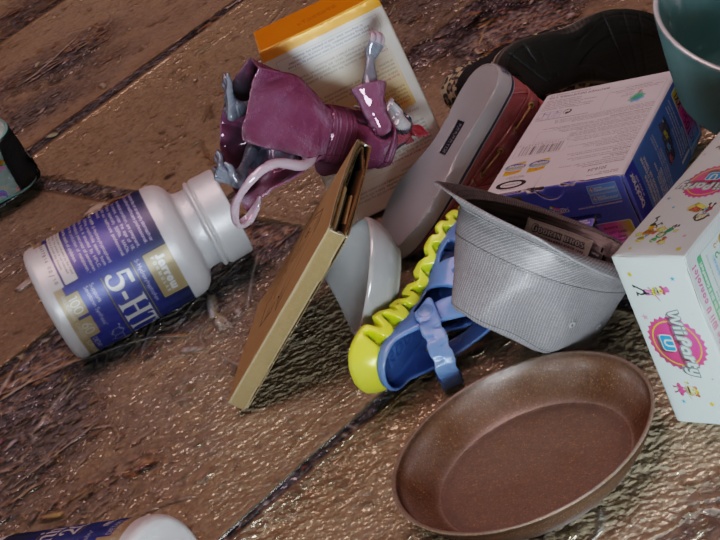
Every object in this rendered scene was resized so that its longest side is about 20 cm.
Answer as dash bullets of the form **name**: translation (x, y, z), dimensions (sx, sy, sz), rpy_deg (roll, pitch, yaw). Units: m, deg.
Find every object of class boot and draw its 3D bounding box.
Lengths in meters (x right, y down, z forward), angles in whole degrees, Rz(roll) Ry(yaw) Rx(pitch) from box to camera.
- **boot**: translation (0.190, -0.200, 1.830), dimensions (0.203, 0.074, 0.154), rpy_deg (-14, 2, -23)

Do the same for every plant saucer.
- **plant saucer**: translation (0.120, 0.132, 1.333), dimensions (0.200, 0.037, 0.201), rpy_deg (-21, 27, 11)

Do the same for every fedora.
- **fedora**: translation (0.129, 0.005, 1.427), dimensions (0.177, 0.091, 0.200), rpy_deg (29, 13, 33)

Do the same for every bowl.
- **bowl**: translation (0.343, -0.178, 1.574), dimensions (0.200, 0.105, 0.201), rpy_deg (-1, 42, 1)

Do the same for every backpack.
- **backpack**: translation (-0.514, -0.123, 2.263), dimensions (0.200, 0.153, 0.176), rpy_deg (-38, 33, -8)

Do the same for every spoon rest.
- **spoon rest**: translation (0.000, 0.000, 1.591), dimensions (0.060, 0.100, 0.200), rpy_deg (5, 6, -2)

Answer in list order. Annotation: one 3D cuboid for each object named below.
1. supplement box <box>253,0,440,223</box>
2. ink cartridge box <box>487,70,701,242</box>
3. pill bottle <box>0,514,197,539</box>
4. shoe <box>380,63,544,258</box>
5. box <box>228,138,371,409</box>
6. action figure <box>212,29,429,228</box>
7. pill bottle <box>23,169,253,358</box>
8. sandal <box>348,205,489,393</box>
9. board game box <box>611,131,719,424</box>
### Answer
- **supplement box**: translation (-0.004, -0.160, 1.794), dimensions (0.126, 0.200, 0.074), rpy_deg (-25, 24, 2)
- **ink cartridge box**: translation (0.196, -0.081, 1.606), dimensions (0.136, 0.076, 0.200), rpy_deg (-8, 30, 34)
- **pill bottle**: translation (-0.216, 0.242, 1.356), dimensions (0.199, 0.111, 0.111), rpy_deg (-12, 30, 28)
- **shoe**: translation (0.102, -0.084, 1.712), dimensions (0.200, 0.091, 0.071), rpy_deg (-58, 31, 3)
- **box**: translation (-0.051, 0.002, 1.610), dimensions (0.200, 0.021, 0.164), rpy_deg (-59, 9, 30)
- **action figure**: translation (-0.026, -0.124, 1.669), dimensions (0.199, 0.134, 0.149), rpy_deg (3, 45, -22)
- **pill bottle**: translation (-0.212, -0.012, 1.808), dimensions (0.200, 0.120, 0.120), rpy_deg (-29, 26, -3)
- **sandal**: translation (0.077, 0.028, 1.514), dimensions (0.087, 0.080, 0.200), rpy_deg (17, 61, 34)
- **board game box**: translation (0.273, -0.010, 1.324), dimensions (0.064, 0.148, 0.200), rpy_deg (2, 37, 43)
